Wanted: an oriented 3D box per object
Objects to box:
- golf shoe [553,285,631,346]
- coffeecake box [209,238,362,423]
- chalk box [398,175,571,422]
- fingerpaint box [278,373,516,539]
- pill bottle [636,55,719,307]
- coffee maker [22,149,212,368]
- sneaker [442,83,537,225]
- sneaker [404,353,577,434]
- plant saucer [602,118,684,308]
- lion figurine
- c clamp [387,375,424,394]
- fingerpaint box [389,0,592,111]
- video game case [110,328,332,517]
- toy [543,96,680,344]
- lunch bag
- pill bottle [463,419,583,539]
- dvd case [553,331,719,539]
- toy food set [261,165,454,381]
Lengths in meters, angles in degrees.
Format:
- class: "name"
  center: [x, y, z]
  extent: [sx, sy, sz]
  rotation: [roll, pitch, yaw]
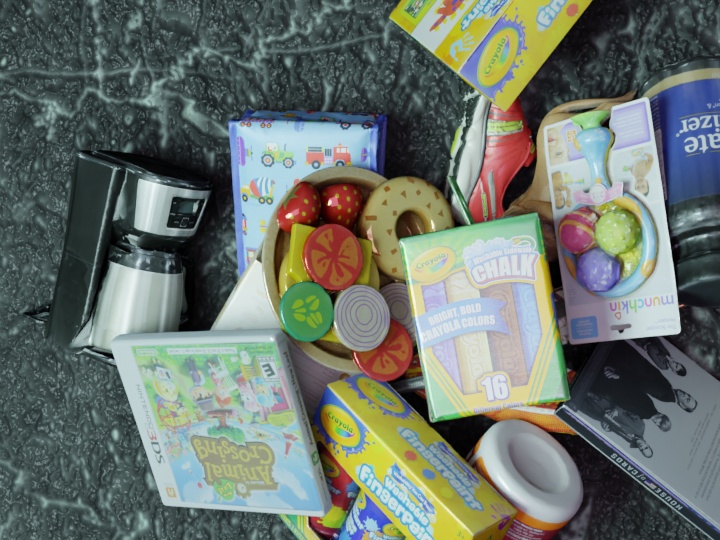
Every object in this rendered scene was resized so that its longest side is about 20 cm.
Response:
- class: "golf shoe"
  center: [0.208, 0.044, 1.023]
  extent: [0.198, 0.088, 0.078]
  rotation: [-16, 112, 37]
- class: "coffeecake box"
  center: [-0.085, 0.096, 1.092]
  extent: [0.152, 0.073, 0.201]
  rotation: [30, 109, -8]
- class: "chalk box"
  center: [0.109, 0.016, 0.941]
  extent: [0.122, 0.124, 0.204]
  rotation: [-9, 90, 11]
- class: "fingerpaint box"
  center: [0.025, 0.226, 1.007]
  extent: [0.200, 0.073, 0.168]
  rotation: [43, 124, 29]
- class: "pill bottle"
  center: [0.309, -0.076, 0.951]
  extent: [0.110, 0.112, 0.203]
  rotation: [-4, 70, 10]
- class: "coffee maker"
  center: [-0.258, -0.020, 1.109]
  extent: [0.189, 0.135, 0.203]
  rotation: [13, 97, 9]
- class: "sneaker"
  center: [0.141, -0.141, 1.070]
  extent: [0.084, 0.077, 0.203]
  rotation: [13, 103, -11]
- class: "sneaker"
  center: [0.136, 0.130, 1.088]
  extent: [0.197, 0.078, 0.074]
  rotation: [13, 55, 23]
- class: "plant saucer"
  center: [0.286, -0.061, 1.061]
  extent: [0.197, 0.032, 0.204]
  rotation: [1, 94, 10]
- class: "lion figurine"
  center: [0.192, -0.088, 1.033]
  extent: [0.121, 0.072, 0.203]
  rotation: [13, 83, 20]
- class: "c clamp"
  center: [0.063, 0.088, 1.071]
  extent: [0.199, 0.027, 0.174]
  rotation: [-26, 60, 39]
- class: "fingerpaint box"
  center: [0.140, -0.272, 0.997]
  extent: [0.073, 0.167, 0.201]
  rotation: [31, 103, -34]
- class: "video game case"
  center: [-0.133, 0.144, 1.009]
  extent: [0.197, 0.022, 0.185]
  rotation: [-4, 110, 31]
- class: "toy"
  center: [0.208, -0.040, 0.938]
  extent: [0.114, 0.047, 0.204]
  rotation: [-11, 81, 47]
- class: "lunch bag"
  center: [-0.052, -0.057, 1.100]
  extent: [0.148, 0.094, 0.204]
  rotation: [3, 105, 7]
- class: "pill bottle"
  center: [0.122, 0.251, 1.059]
  extent: [0.112, 0.113, 0.201]
  rotation: [36, 124, 5]
- class: "dvd case"
  center: [0.298, 0.145, 1.034]
  extent: [0.199, 0.151, 0.025]
  rotation: [38, 143, 4]
- class: "toy food set"
  center: [0.000, 0.000, 1.004]
  extent: [0.197, 0.048, 0.202]
  rotation: [11, 77, -28]
